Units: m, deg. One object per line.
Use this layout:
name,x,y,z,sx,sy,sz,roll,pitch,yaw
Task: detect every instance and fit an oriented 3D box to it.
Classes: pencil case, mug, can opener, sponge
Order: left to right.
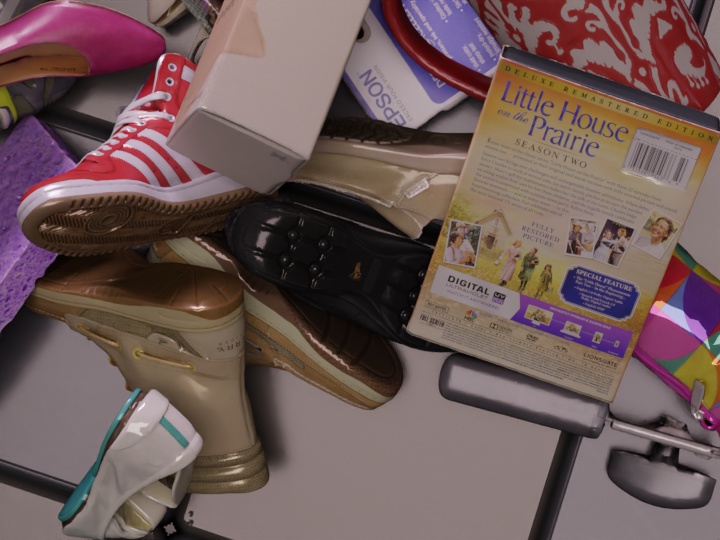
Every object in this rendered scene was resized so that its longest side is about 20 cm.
sponge,-0.258,-0.003,1.306,0.030,0.111,0.201,35,93,-39
mug,0.125,-0.175,1.243,0.133,0.177,0.201,-46,109,-31
can opener,0.146,0.111,1.299,0.198,0.053,0.068,14,90,5
pencil case,0.195,0.021,1.279,0.200,0.088,0.089,42,93,6

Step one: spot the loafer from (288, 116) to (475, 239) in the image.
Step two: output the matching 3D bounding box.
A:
loafer,0.028,-0.057,1.264,0.198,0.076,0.069,7,107,14

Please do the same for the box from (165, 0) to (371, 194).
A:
box,-0.045,-0.160,1.214,0.077,0.095,0.202,25,70,-13

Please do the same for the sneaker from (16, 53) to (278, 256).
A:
sneaker,-0.152,-0.078,1.240,0.071,0.199,0.113,-39,70,40

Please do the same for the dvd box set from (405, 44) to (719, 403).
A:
dvd box set,0.125,-0.027,1.212,0.145,0.029,0.202,18,116,1

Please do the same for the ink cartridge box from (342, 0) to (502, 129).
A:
ink cartridge box,0.048,-0.221,1.312,0.199,0.047,0.199,-34,90,5

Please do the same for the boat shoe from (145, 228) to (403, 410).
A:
boat shoe,-0.063,0.037,1.315,0.199,0.072,0.076,39,116,9

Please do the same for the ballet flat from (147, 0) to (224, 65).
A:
ballet flat,-0.101,-0.172,1.317,0.071,0.069,0.201,-38,87,23

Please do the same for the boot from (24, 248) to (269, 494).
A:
boot,-0.149,0.068,1.305,0.198,0.073,0.157,9,121,35

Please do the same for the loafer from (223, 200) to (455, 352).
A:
loafer,0.000,0.000,1.283,0.199,0.070,0.069,22,94,-28

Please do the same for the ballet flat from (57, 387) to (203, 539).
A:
ballet flat,-0.150,0.142,1.260,0.069,0.200,0.070,9,61,-17

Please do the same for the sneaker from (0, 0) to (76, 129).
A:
sneaker,-0.259,-0.193,1.330,0.080,0.074,0.202,-18,86,-18

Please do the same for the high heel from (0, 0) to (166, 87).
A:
high heel,-0.227,-0.122,1.251,0.198,0.068,0.097,1,68,-3
